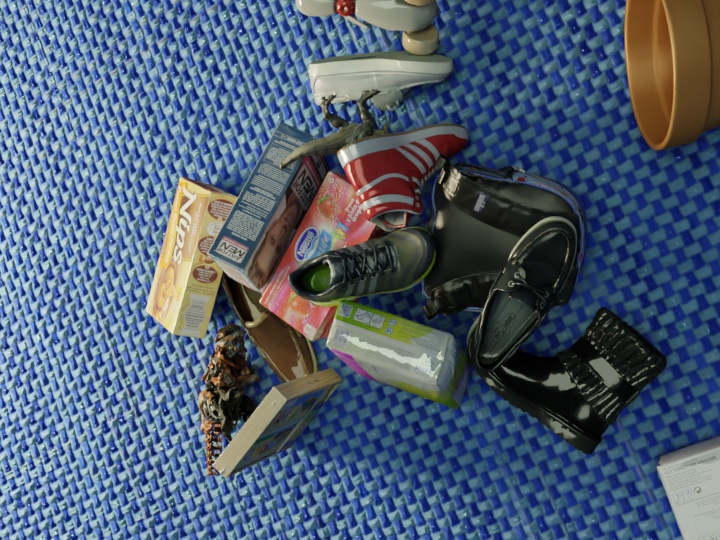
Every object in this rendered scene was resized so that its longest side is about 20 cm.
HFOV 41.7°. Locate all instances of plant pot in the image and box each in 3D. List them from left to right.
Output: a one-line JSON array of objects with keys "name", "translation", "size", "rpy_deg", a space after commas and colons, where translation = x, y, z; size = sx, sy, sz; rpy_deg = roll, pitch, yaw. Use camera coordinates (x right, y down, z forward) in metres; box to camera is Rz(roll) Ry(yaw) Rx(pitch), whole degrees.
[{"name": "plant pot", "translation": [0.391, -0.248, 1.067], "size": [0.137, 0.200, 0.205], "rpy_deg": [-9, 87, 3]}]

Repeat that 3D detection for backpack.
[{"name": "backpack", "translation": [0.181, -0.034, 1.152], "size": [0.187, 0.154, 0.204], "rpy_deg": [13, 111, 22]}]

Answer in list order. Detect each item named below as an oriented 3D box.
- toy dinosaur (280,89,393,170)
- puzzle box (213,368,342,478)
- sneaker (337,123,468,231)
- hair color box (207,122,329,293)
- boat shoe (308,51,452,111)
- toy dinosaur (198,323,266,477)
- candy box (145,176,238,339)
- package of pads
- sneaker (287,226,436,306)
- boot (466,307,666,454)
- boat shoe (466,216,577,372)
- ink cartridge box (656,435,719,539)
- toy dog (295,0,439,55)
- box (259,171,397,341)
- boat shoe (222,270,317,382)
[{"name": "toy dinosaur", "translation": [-0.011, -0.184, 1.219], "size": [0.196, 0.047, 0.090], "rpy_deg": [-8, 96, -17]}, {"name": "puzzle box", "translation": [-0.102, 0.195, 1.231], "size": [0.025, 0.199, 0.134], "rpy_deg": [42, 104, 14]}, {"name": "sneaker", "translation": [0.069, -0.115, 1.178], "size": [0.071, 0.197, 0.114], "rpy_deg": [-32, 77, 55]}, {"name": "hair color box", "translation": [-0.118, -0.082, 1.256], "size": [0.060, 0.100, 0.203], "rpy_deg": [24, 78, 17]}, {"name": "boat shoe", "translation": [0.027, -0.250, 1.260], "size": [0.196, 0.070, 0.073], "rpy_deg": [1, 113, 16]}, {"name": "toy dinosaur", "translation": [-0.182, 0.183, 1.326], "size": [0.135, 0.101, 0.204], "rpy_deg": [17, 116, 50]}, {"name": "candy box", "translation": [-0.236, -0.019, 1.327], "size": [0.115, 0.055, 0.204], "rpy_deg": [25, 100, 54]}, {"name": "package of pads", "translation": [0.056, 0.109, 1.172], "size": [0.152, 0.200, 0.069], "rpy_deg": [17, 78, 19]}, {"name": "sneaker", "translation": [0.000, 0.000, 1.139], "size": [0.197, 0.081, 0.075], "rpy_deg": [-21, 81, 25]}, {"name": "boot", "translation": [0.251, 0.105, 1.163], "size": [0.209, 0.079, 0.159], "rpy_deg": [34, 108, 6]}, {"name": "boat shoe", "translation": [0.180, 0.033, 1.065], "size": [0.074, 0.066, 0.201], "rpy_deg": [34, 114, -4]}, {"name": "ink cartridge box", "translation": [0.442, 0.298, 1.098], "size": [0.134, 0.076, 0.204], "rpy_deg": [-22, 81, 19]}, {"name": "toy dog", "translation": [0.024, -0.361, 1.237], "size": [0.197, 0.097, 0.133], "rpy_deg": [27, 134, -4]}, {"name": "box", "translation": [-0.035, -0.019, 1.258], "size": [0.094, 0.102, 0.202], "rpy_deg": [33, 102, 17]}, {"name": "boat shoe", "translation": [-0.133, 0.076, 1.307], "size": [0.074, 0.075, 0.204], "rpy_deg": [-37, 78, 16]}]
